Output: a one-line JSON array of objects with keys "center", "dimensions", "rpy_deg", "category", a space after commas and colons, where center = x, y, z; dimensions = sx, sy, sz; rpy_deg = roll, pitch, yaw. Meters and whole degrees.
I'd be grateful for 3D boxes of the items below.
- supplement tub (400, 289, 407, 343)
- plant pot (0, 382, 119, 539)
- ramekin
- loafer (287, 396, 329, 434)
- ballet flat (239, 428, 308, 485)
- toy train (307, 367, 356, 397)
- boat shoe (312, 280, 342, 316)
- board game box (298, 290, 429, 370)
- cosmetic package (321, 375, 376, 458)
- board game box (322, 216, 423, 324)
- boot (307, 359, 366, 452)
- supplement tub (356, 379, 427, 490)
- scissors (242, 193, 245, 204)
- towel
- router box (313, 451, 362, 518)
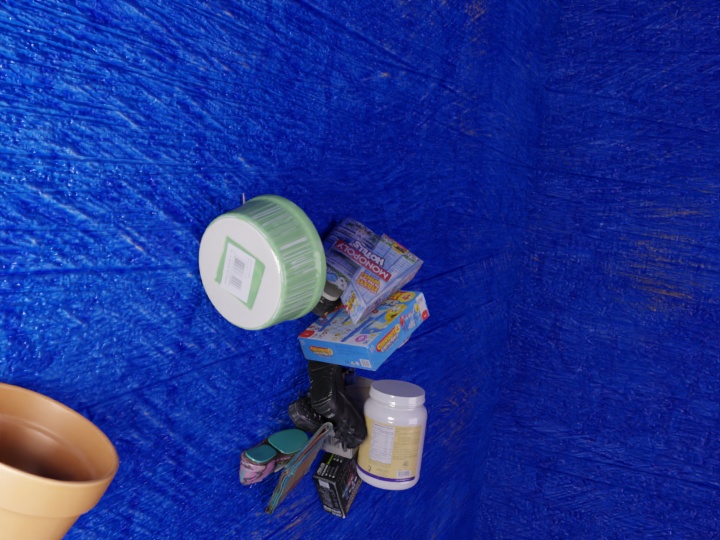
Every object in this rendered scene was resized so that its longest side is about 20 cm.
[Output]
[{"center": [0.048, 0.090, 1.804], "dimensions": [0.125, 0.120, 0.201], "rpy_deg": [-67, 154, -24], "category": "supplement tub"}, {"center": [-0.376, 0.228, 0.820], "dimensions": [0.142, 0.198, 0.199], "rpy_deg": [-61, 157, 4], "category": "plant pot"}, {"center": [-0.157, -0.008, 1.196], "dimensions": [0.097, 0.196, 0.205], "rpy_deg": [-25, 124, -52], "category": "ramekin"}, {"center": [-0.108, 0.307, 1.600], "dimensions": [0.069, 0.069, 0.200], "rpy_deg": [65, 9, 21], "category": "loafer"}, {"center": [-0.173, 0.363, 1.499], "dimensions": [0.199, 0.068, 0.072], "rpy_deg": [-11, 129, -63], "category": "ballet flat"}, {"center": [-0.057, 0.254, 1.728], "dimensions": [0.199, 0.045, 0.035], "rpy_deg": [-20, 119, -64], "category": "toy train"}, {"center": [-0.053, 0.026, 1.617], "dimensions": [0.064, 0.073, 0.202], "rpy_deg": [-56, 178, 31], "category": "boat shoe"}, {"center": [0.007, 0.112, 1.573], "dimensions": [0.195, 0.197, 0.057], "rpy_deg": [-41, 120, -39], "category": "board game box"}, {"center": [-0.022, 0.330, 1.778], "dimensions": [0.200, 0.101, 0.075], "rpy_deg": [-46, 141, -53], "category": "cosmetic package"}, {"center": [0.000, 0.000, 1.550], "dimensions": [0.201, 0.198, 0.062], "rpy_deg": [-54, 177, -45], "category": "board game box"}, {"center": [-0.044, 0.261, 1.626], "dimensions": [0.163, 0.072, 0.201], "rpy_deg": [56, 22, -39], "category": "boot"}, {"center": [0.070, 0.355, 1.693], "dimensions": [0.145, 0.142, 0.206], "rpy_deg": [-10, 108, -65], "category": "supplement tub"}, {"center": [-0.194, -0.028, 1.317], "dimensions": [0.073, 0.014, 0.203], "rpy_deg": [-53, 148, -43], "category": "scissors"}, {"center": [-0.123, 0.397, 1.550], "dimensions": [0.146, 0.022, 0.202], "rpy_deg": [-43, 164, -41], "category": "towel"}, {"center": [-0.034, 0.461, 1.858], "dimensions": [0.152, 0.061, 0.202], "rpy_deg": [78, 32, -42], "category": "router box"}]
